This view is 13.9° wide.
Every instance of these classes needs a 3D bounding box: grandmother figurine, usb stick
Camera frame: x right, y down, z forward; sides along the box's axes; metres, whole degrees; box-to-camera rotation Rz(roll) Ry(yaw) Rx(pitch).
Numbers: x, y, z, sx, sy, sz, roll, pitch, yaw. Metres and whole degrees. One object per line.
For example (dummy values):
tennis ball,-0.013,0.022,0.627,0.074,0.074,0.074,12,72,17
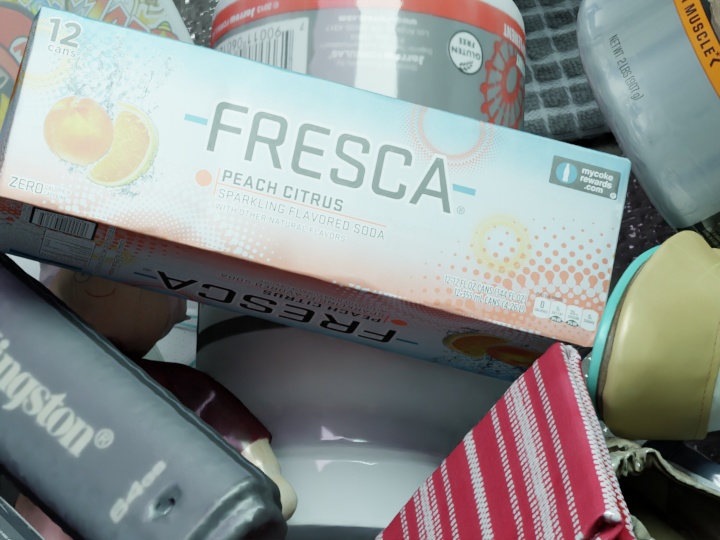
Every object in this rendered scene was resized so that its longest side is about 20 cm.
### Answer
grandmother figurine,-0.081,0.067,0.960,0.121,0.061,0.201,5,57,-11
usb stick,-0.102,0.039,0.934,0.055,0.033,0.200,-43,54,-13

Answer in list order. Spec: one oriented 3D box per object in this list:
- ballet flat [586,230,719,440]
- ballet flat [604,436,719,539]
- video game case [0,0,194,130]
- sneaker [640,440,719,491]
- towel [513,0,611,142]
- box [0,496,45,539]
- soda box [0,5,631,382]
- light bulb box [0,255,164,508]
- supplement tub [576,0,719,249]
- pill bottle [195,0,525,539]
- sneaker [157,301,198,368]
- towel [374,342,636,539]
ballet flat,0.123,0.021,0.987,0.063,0.069,0.200,13,9,13
ballet flat,0.135,0.104,0.897,0.199,0.046,0.067,29,49,7
video game case,-0.148,-0.064,1.173,0.182,0.201,0.023,-40,33,-22
sneaker,0.055,0.112,0.975,0.199,0.070,0.109,2,49,18
towel,0.061,-0.128,1.178,0.199,0.166,0.086,-10,45,15
box,-0.158,0.121,0.851,0.161,0.049,0.200,-25,48,-34
soda box,-0.019,-0.021,0.950,0.199,0.064,0.069,15,72,-7
light bulb box,-0.192,0.095,1.070,0.199,0.125,0.199,4,46,29
supplement tub,0.189,-0.097,1.072,0.199,0.123,0.123,-30,35,21
pill bottle,0.000,0.000,1.042,0.115,0.116,0.201,-4,74,21
sneaker,-0.018,0.004,1.131,0.199,0.081,0.071,-11,38,12
towel,0.006,0.120,0.862,0.200,0.022,0.145,-50,14,12
